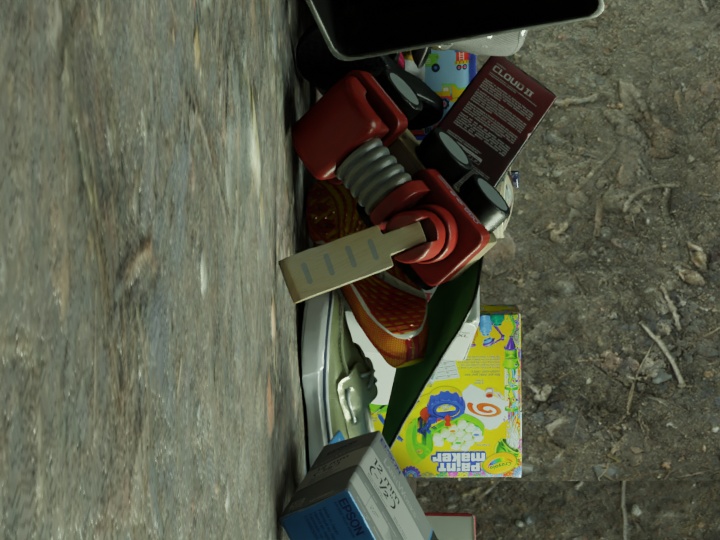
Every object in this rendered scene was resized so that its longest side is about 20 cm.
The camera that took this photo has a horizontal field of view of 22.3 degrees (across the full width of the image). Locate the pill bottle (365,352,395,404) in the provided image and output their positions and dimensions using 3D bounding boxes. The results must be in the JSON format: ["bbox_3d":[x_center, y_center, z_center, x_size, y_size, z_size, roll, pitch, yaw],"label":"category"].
[{"bbox_3d":[0.025,0.042,1.841,0.201,0.110,0.112,-86,174,-57],"label":"pill bottle"}]

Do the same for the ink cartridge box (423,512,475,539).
[{"bbox_3d":[0.062,0.373,2.094,0.200,0.144,0.146,80,10,-67],"label":"ink cartridge box"}]

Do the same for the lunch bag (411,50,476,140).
[{"bbox_3d":[0.040,-0.213,1.794,0.094,0.149,0.202,-44,133,-85],"label":"lunch bag"}]

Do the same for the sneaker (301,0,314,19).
[{"bbox_3d":[-0.026,-0.262,1.387,0.201,0.070,0.099,86,3,-62],"label":"sneaker"}]

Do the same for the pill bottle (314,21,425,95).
[{"bbox_3d":[0.008,-0.219,1.677,0.104,0.103,0.202,70,20,-79],"label":"pill bottle"}]

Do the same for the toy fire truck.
[{"bbox_3d":[0.002,-0.057,1.425,0.176,0.129,0.200,51,18,9],"label":"toy fire truck"}]

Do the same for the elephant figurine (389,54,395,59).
[{"bbox_3d":[-0.004,-0.307,1.526,0.142,0.155,0.200,-51,157,-7],"label":"elephant figurine"}]

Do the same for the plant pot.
[{"bbox_3d":[0.049,-0.289,1.247,0.200,0.198,0.179,60,27,-51],"label":"plant pot"}]

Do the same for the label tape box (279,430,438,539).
[{"bbox_3d":[0.017,0.207,1.431,0.144,0.066,0.200,62,19,-7],"label":"label tape box"}]

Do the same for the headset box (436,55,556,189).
[{"bbox_3d":[0.088,-0.092,1.651,0.200,0.075,0.149,-54,180,-31],"label":"headset box"}]

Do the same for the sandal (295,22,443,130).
[{"bbox_3d":[0.007,-0.174,1.552,0.200,0.074,0.046,30,54,-57],"label":"sandal"}]

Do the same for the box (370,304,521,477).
[{"bbox_3d":[0.090,0.141,2.155,0.122,0.198,0.195,-50,140,-86],"label":"box"}]

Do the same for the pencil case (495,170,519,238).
[{"bbox_3d":[0.063,-0.096,1.887,0.078,0.198,0.090,-1,103,-79],"label":"pencil case"}]

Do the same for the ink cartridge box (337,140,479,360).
[{"bbox_3d":[0.038,-0.022,1.742,0.084,0.144,0.202,104,-10,-58],"label":"ink cartridge box"}]

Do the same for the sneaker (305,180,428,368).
[{"bbox_3d":[0.000,0.000,1.555,0.077,0.072,0.201,91,-19,-51],"label":"sneaker"}]

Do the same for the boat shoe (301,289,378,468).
[{"bbox_3d":[-0.016,0.097,1.559,0.072,0.061,0.202,-85,172,-58],"label":"boat shoe"}]

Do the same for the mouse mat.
[{"bbox_3d":[0.064,0.051,1.556,0.161,0.007,0.201,-76,-168,-53],"label":"mouse mat"}]

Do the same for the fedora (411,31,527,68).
[{"bbox_3d":[0.111,-0.248,1.573,0.200,0.090,0.178,122,-13,-73],"label":"fedora"}]
